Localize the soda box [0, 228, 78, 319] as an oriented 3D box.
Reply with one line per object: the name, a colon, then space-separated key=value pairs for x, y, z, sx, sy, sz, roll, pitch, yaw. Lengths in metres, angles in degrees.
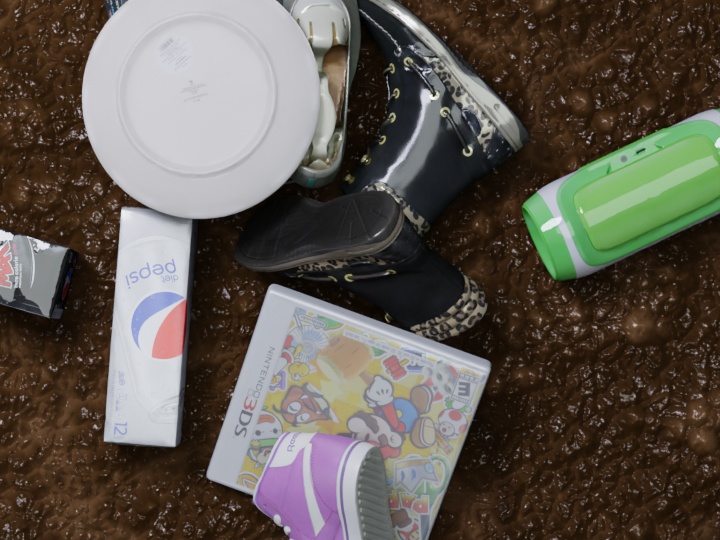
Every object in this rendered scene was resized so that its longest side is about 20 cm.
soda box: x=-0.345 y=-0.015 z=1.758 sx=0.199 sy=0.071 sz=0.064 roll=16 pitch=88 yaw=0

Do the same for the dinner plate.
dinner plate: x=-0.132 y=-0.143 z=1.689 sx=0.199 sy=0.024 sz=0.202 roll=0 pitch=87 yaw=5

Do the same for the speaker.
speaker: x=0.242 y=-0.065 z=1.762 sx=0.199 sy=0.088 sz=0.089 roll=-25 pitch=88 yaw=-2

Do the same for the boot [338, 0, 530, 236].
boot: x=0.026 y=-0.132 z=1.770 sx=0.203 sy=0.073 sz=0.154 roll=44 pitch=91 yaw=4

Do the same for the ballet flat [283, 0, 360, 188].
ballet flat: x=-0.032 y=-0.171 z=1.725 sx=0.067 sy=0.064 sz=0.202 roll=3 pitch=86 yaw=-6

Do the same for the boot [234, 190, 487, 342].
boot: x=0.000 y=0.000 z=1.745 sx=0.150 sy=0.199 sz=0.074 roll=39 pitch=58 yaw=-33

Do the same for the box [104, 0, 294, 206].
box: x=-0.122 y=-0.165 z=1.756 sx=0.158 sy=0.046 sz=0.201 roll=-10 pitch=87 yaw=-23

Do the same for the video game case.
video game case: x=-0.011 y=0.128 z=1.750 sx=0.199 sy=0.023 sz=0.183 roll=19 pitch=107 yaw=0

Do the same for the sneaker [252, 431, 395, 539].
sneaker: x=-0.034 y=0.224 z=1.744 sx=0.114 sy=0.073 sz=0.202 roll=9 pitch=115 yaw=25

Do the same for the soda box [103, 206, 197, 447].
soda box: x=-0.178 y=0.049 z=1.759 sx=0.063 sy=0.068 sz=0.202 roll=4 pitch=86 yaw=-1
